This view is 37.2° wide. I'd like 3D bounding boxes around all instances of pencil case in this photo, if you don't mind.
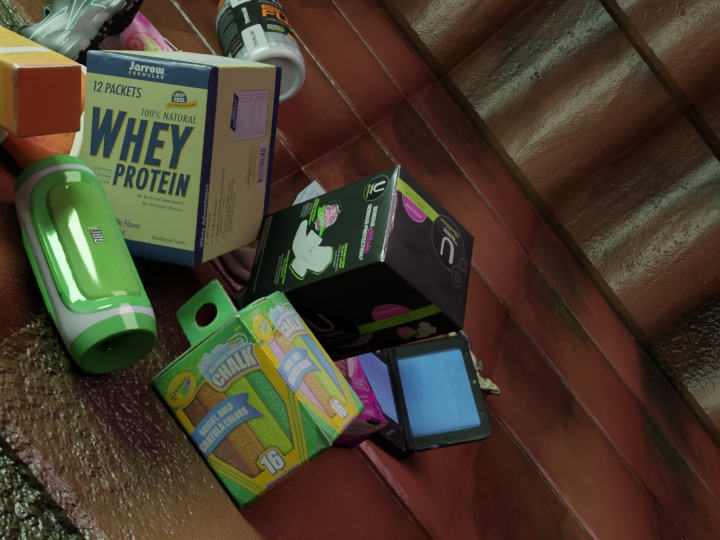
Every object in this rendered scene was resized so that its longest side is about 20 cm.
[{"bbox_3d":[-0.306,-0.309,1.388,0.200,0.087,0.087,50,20,-5],"label":"pencil case"}]

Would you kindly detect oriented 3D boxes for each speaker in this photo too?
[{"bbox_3d":[-0.257,-0.008,0.993,0.088,0.088,0.201,19,39,-58],"label":"speaker"}]

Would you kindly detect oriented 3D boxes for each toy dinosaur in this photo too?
[{"bbox_3d":[0.168,0.126,1.796,0.201,0.047,0.088,65,8,32],"label":"toy dinosaur"}]

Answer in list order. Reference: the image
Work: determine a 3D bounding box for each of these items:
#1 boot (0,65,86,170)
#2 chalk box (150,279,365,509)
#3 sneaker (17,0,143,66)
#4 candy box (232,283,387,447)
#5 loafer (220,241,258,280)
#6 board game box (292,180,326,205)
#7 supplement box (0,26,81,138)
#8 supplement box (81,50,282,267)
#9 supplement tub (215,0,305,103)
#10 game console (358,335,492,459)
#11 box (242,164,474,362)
[{"bbox_3d":[-0.334,-0.174,1.122,0.107,0.075,0.201,34,28,-32],"label":"boot"},{"bbox_3d":[-0.112,0.107,1.070,0.201,0.124,0.124,53,19,2],"label":"chalk box"},{"bbox_3d":[-0.326,-0.311,1.283,0.079,0.075,0.200,35,52,-3],"label":"sneaker"},{"bbox_3d":[-0.060,0.107,1.282,0.136,0.061,0.201,21,37,-56],"label":"candy box"},{"bbox_3d":[-0.167,-0.083,1.347,0.201,0.068,0.076,57,20,11],"label":"loafer"},{"bbox_3d":[-0.032,-0.019,1.588,0.200,0.041,0.200,49,20,-12],"label":"board game box"},{"bbox_3d":[-0.330,-0.181,0.990,0.068,0.067,0.199,-13,30,-40],"label":"supplement box"},{"bbox_3d":[-0.187,-0.126,1.133,0.200,0.133,0.202,-32,130,-71],"label":"supplement box"},{"bbox_3d":[-0.169,-0.374,1.758,0.122,0.122,0.201,32,28,-46],"label":"supplement tub"},{"bbox_3d":[0.064,0.138,1.429,0.176,0.116,0.201,41,22,-32],"label":"game console"},{"bbox_3d":[0.000,0.000,1.162,0.148,0.199,0.125,38,49,-37],"label":"box"}]
